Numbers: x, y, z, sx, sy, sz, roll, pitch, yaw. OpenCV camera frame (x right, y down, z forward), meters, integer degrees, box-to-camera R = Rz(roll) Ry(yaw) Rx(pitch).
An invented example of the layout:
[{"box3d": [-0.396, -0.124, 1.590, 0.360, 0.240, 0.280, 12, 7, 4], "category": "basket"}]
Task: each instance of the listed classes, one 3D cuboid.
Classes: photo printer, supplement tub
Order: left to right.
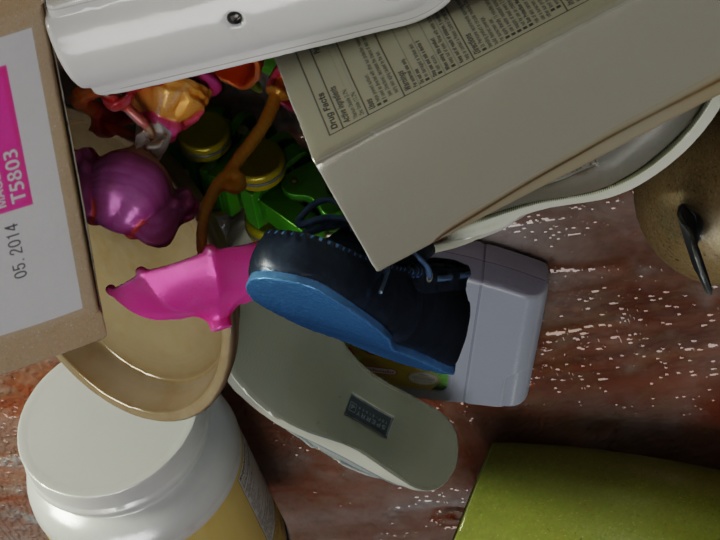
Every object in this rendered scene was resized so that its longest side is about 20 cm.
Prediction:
[{"box3d": [-0.135, 0.154, 1.407, 0.144, 0.146, 0.201, -4, 140, 15], "category": "supplement tub"}, {"box3d": [-0.039, -0.171, 0.969, 0.199, 0.167, 0.070, -13, 137, 13], "category": "photo printer"}]

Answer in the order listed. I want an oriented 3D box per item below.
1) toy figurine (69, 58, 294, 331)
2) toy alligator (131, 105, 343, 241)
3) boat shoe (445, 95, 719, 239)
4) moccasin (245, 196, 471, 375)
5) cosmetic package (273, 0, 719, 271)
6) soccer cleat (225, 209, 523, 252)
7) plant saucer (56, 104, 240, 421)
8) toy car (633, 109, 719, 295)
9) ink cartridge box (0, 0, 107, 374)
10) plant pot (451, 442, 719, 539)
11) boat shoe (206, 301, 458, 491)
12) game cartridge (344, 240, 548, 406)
[{"box3d": [-0.086, -0.067, 1.072, 0.199, 0.185, 0.150, 24, 159, -7], "category": "toy figurine"}, {"box3d": [-0.040, -0.047, 1.177, 0.199, 0.054, 0.059, 28, 150, 26], "category": "toy alligator"}, {"box3d": [0.086, -0.070, 1.028, 0.060, 0.073, 0.201, 24, 146, -39], "category": "boat shoe"}, {"box3d": [0.000, 0.000, 1.041, 0.080, 0.069, 0.200, 15, 174, 20], "category": "moccasin"}, {"box3d": [0.069, -0.095, 0.945, 0.199, 0.104, 0.073, -27, 127, 5], "category": "cosmetic package"}, {"box3d": [0.006, -0.032, 1.200, 0.199, 0.078, 0.070, -15, 101, 20], "category": "soccer cleat"}, {"box3d": [-0.139, -0.007, 1.229, 0.199, 0.029, 0.201, 26, 132, 32], "category": "plant saucer"}, {"box3d": [0.196, -0.052, 1.055, 0.157, 0.201, 0.164, -25, 131, 34], "category": "toy car"}, {"box3d": [-0.200, -0.073, 1.031, 0.075, 0.165, 0.201, -19, 123, -21], "category": "ink cartridge box"}, {"box3d": [0.162, 0.194, 1.405, 0.199, 0.188, 0.188, 23, 141, 5], "category": "plant pot"}, {"box3d": [-0.029, 0.077, 1.301, 0.200, 0.070, 0.071, 36, 157, -29], "category": "boat shoe"}, {"box3d": [0.013, 0.025, 1.314, 0.198, 0.041, 0.134, 6, 137, 2], "category": "game cartridge"}]
